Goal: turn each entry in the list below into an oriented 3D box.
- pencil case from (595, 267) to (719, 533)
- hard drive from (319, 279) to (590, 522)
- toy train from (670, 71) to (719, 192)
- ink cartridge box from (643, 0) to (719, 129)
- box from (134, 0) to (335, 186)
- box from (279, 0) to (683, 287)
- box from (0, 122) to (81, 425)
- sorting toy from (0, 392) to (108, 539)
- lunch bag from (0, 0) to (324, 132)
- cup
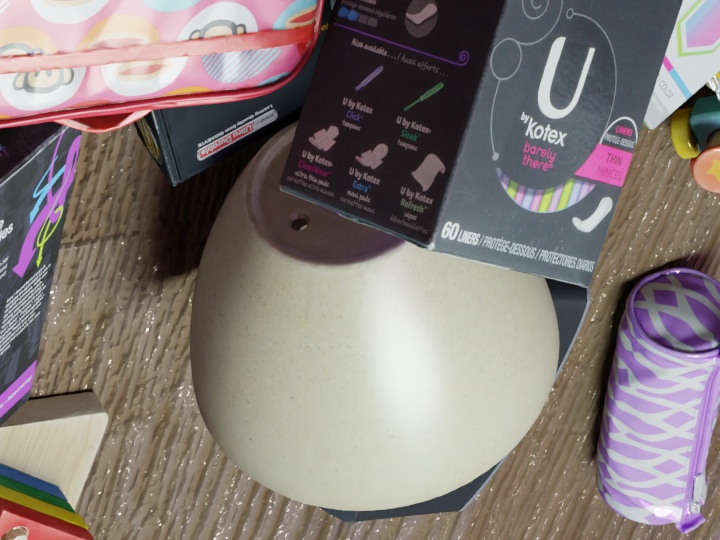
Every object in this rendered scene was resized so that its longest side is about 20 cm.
[{"bbox_3d":[0.206,0.090,1.707,0.084,0.086,0.201,-25,142,-21],"label":"pencil case"},{"bbox_3d":[0.059,0.077,1.597,0.134,0.042,0.201,-1,131,-42],"label":"hard drive"},{"bbox_3d":[0.259,-0.097,1.496,0.056,0.149,0.201,-61,172,-46],"label":"toy train"},{"bbox_3d":[0.203,-0.182,1.418,0.200,0.059,0.104,-41,144,3],"label":"ink cartridge box"},{"bbox_3d":[-0.031,-0.149,1.257,0.199,0.046,0.159,-29,144,-14],"label":"box"},{"bbox_3d":[0.064,-0.108,1.159,0.122,0.106,0.201,11,98,-47],"label":"box"},{"bbox_3d":[-0.199,0.023,1.257,0.143,0.036,0.201,-48,162,-48],"label":"box"},{"bbox_3d":[-0.241,0.174,1.414,0.198,0.070,0.201,-7,134,-37],"label":"sorting toy"},{"bbox_3d":[-0.110,-0.136,1.114,0.199,0.082,0.177,-9,131,-28],"label":"lunch bag"},{"bbox_3d":[0.000,0.000,1.317,0.199,0.201,0.144,-28,145,-13],"label":"cup"}]
